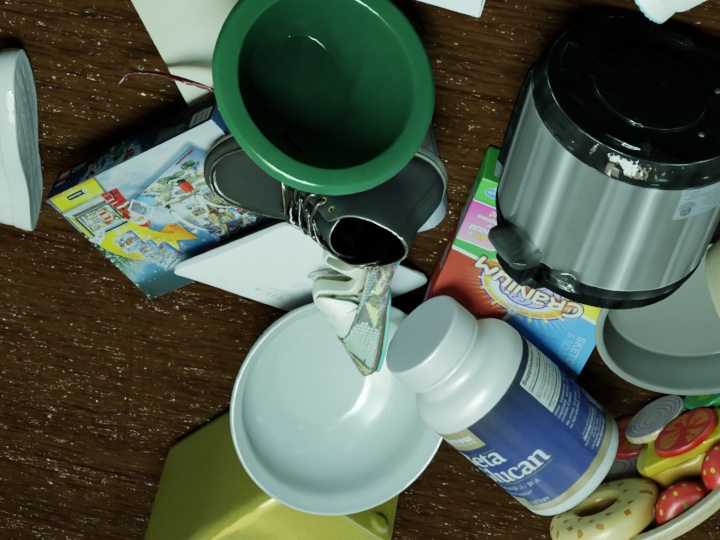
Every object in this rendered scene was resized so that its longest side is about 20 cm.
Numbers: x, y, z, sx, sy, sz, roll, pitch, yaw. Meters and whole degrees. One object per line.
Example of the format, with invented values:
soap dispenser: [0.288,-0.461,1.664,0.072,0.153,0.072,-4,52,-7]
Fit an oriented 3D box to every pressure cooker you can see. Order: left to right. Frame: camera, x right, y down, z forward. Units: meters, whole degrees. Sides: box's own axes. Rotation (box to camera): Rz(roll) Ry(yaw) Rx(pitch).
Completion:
pressure cooker: [0.192,-0.068,1.623,0.175,0.179,0.200,13,137,-1]

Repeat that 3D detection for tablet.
tablet: [-0.049,0.004,1.828,0.130,0.014,0.200,-21,155,33]

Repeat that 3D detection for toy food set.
toy food set: [0.258,0.171,1.852,0.200,0.198,0.049,-29,108,24]

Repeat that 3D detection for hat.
hat: [-0.053,-0.142,1.675,0.200,0.166,0.176,49,166,-4]

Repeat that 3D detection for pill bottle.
pill bottle: [0.118,0.112,1.823,0.200,0.111,0.111,40,132,-24]

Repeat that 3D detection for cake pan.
cake pan: [0.291,0.030,1.768,0.199,0.037,0.201,-3,140,-2]

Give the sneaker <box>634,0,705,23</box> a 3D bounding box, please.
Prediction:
sneaker: [0.196,-0.266,1.499,0.081,0.077,0.200,-24,131,25]

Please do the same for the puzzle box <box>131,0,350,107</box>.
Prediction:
puzzle box: [-0.069,-0.194,1.682,0.199,0.025,0.133,-6,133,22]

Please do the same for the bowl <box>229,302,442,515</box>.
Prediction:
bowl: [-0.027,0.107,1.888,0.200,0.090,0.202,-5,108,-15]

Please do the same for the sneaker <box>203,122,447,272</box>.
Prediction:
sneaker: [-0.041,-0.058,1.645,0.199,0.106,0.075,4,125,19]

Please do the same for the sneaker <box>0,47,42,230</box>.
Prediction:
sneaker: [-0.334,-0.113,1.812,0.115,0.074,0.200,10,139,2]

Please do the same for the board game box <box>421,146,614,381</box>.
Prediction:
board game box: [0.147,-0.002,1.807,0.152,0.040,0.200,18,138,-3]

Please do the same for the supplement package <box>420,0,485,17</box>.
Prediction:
supplement package: [0.040,-0.301,1.474,0.155,0.111,0.200,16,137,0]

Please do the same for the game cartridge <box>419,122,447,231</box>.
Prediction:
game cartridge: [-0.031,-0.082,1.783,0.199,0.041,0.134,1,139,16]

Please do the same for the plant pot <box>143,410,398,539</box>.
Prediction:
plant pot: [-0.068,0.232,2.018,0.195,0.195,0.200,34,129,-19]

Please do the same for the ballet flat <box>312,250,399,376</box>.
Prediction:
ballet flat: [0.000,0.000,1.761,0.071,0.069,0.201,3,126,-17]

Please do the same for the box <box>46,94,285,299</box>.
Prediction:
box: [-0.147,-0.060,1.789,0.200,0.038,0.137,-22,126,36]

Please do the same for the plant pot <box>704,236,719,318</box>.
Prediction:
plant pot: [0.367,-0.013,1.605,0.199,0.188,0.187,-24,125,27]
